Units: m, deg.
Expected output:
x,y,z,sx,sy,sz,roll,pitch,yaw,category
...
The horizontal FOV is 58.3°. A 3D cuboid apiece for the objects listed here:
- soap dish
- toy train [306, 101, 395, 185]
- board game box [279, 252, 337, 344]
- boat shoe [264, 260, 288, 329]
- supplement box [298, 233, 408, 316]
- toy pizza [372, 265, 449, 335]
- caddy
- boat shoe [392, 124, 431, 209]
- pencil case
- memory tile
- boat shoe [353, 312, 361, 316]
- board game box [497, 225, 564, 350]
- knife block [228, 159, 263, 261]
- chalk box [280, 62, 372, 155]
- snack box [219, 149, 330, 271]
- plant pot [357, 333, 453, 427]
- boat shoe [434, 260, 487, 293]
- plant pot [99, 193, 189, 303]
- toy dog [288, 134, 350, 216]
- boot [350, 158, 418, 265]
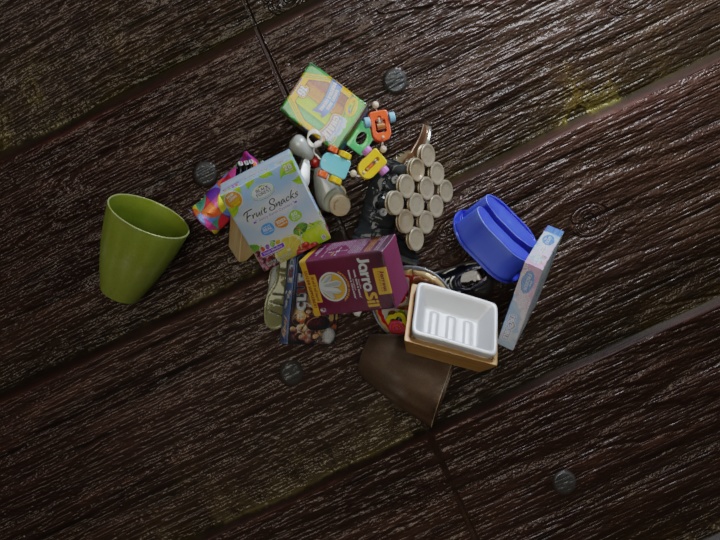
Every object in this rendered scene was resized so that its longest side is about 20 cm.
x,y,z,sx,sy,sz,roll,pitch,yaw,category
0.189,0.121,1.353,0.195,0.159,0.082,15,136,-2,soap dish
-0.013,-0.262,1.369,0.196,0.056,0.154,-17,94,-8,toy train
-0.109,0.064,1.460,0.133,0.034,0.205,3,94,-38,board game box
-0.177,0.032,1.481,0.073,0.068,0.205,14,92,-12,boat shoe
-0.013,0.011,1.369,0.196,0.103,0.134,-8,109,24,supplement box
0.116,0.084,1.450,0.195,0.032,0.205,8,117,15,toy pizza
0.293,-0.066,1.428,0.200,0.141,0.105,45,130,-1,caddy
0.104,-0.238,1.458,0.070,0.076,0.204,22,92,2,boat shoe
-0.298,-0.177,1.468,0.200,0.088,0.089,-43,91,3,pencil case
0.128,-0.160,1.395,0.201,0.017,0.154,-55,128,-27,memory tile
0.000,0.000,1.473,0.067,0.072,0.205,14,93,2,boat shoe
0.360,0.034,1.366,0.043,0.199,0.204,22,123,17,board game box
-0.253,-0.139,1.423,0.200,0.175,0.064,-45,52,3,knife block
-0.060,-0.339,1.432,0.198,0.124,0.126,35,94,0,chalk box
-0.177,-0.124,1.358,0.166,0.068,0.202,-26,121,3,snack box
0.100,0.221,1.441,0.196,0.187,0.191,20,93,13,plant pot
0.195,0.032,1.458,0.197,0.093,0.076,-27,92,2,boat shoe
-0.506,-0.036,1.447,0.184,0.187,0.203,28,108,0,plant pot
-0.105,-0.195,1.438,0.096,0.132,0.202,-35,91,7,toy dog
0.081,-0.130,1.418,0.162,0.066,0.204,19,90,-7,boot
